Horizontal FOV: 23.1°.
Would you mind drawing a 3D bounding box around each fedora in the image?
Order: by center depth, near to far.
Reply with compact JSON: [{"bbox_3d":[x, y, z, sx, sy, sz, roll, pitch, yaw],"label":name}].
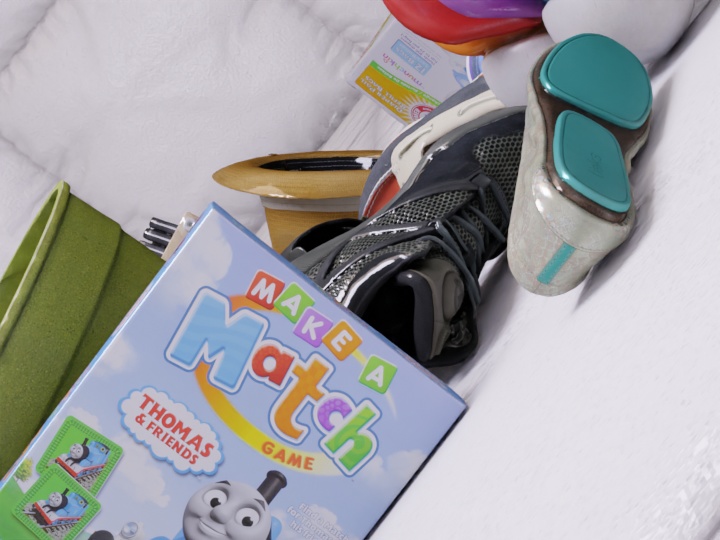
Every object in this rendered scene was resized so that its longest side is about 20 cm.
[{"bbox_3d":[-0.017,-0.043,1.309,0.201,0.198,0.083,-99,6,-81],"label":"fedora"}]

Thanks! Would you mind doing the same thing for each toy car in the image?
[{"bbox_3d":[0.085,-0.184,0.978,0.200,0.148,0.177,146,116,-68],"label":"toy car"}]

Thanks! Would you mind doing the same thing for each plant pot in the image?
[{"bbox_3d":[-0.121,0.087,0.943,0.201,0.192,0.201,-56,15,23],"label":"plant pot"}]

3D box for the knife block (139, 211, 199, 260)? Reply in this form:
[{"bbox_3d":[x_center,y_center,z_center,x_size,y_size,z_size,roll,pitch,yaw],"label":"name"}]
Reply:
[{"bbox_3d":[-0.084,0.025,1.272,0.064,0.199,0.176,-62,-11,-8],"label":"knife block"}]

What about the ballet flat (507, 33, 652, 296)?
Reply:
[{"bbox_3d":[0.096,-0.053,0.827,0.063,0.067,0.200,-60,2,29],"label":"ballet flat"}]

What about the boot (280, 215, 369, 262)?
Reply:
[{"bbox_3d":[0.000,0.000,1.052,0.200,0.078,0.138,-35,-6,-44],"label":"boot"}]

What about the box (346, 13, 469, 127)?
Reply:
[{"bbox_3d":[0.087,-0.191,1.378,0.102,0.112,0.200,-57,8,-28],"label":"box"}]

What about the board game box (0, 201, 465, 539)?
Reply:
[{"bbox_3d":[-0.070,0.094,0.820,0.201,0.151,0.037,-53,7,2],"label":"board game box"}]

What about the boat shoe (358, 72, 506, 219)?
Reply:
[{"bbox_3d":[0.059,-0.067,1.140,0.200,0.071,0.063,-42,15,39],"label":"boat shoe"}]

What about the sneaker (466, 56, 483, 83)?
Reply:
[{"bbox_3d":[0.139,-0.180,1.100,0.200,0.081,0.147,-46,4,11],"label":"sneaker"}]

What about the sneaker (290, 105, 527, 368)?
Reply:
[{"bbox_3d":[0.049,-0.010,0.914,0.199,0.077,0.114,-36,27,-19],"label":"sneaker"}]
